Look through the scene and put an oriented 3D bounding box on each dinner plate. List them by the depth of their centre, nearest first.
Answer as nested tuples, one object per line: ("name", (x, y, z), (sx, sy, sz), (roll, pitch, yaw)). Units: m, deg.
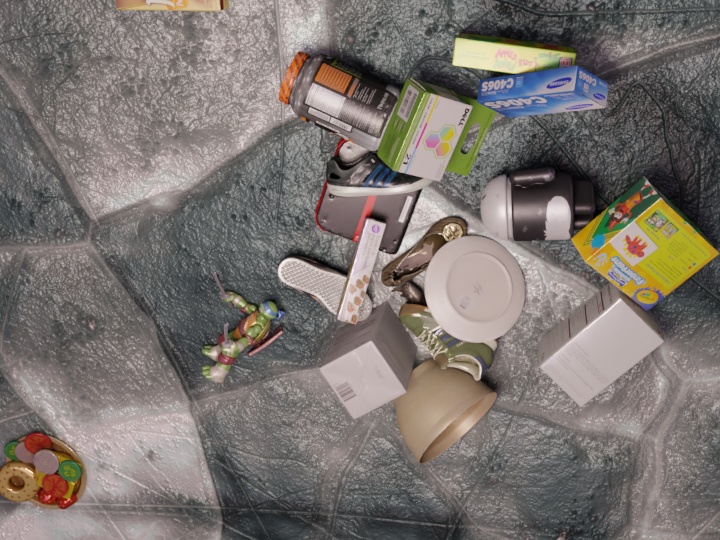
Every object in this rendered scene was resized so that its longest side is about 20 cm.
("dinner plate", (0.216, 0.033, 1.720), (0.200, 0.024, 0.200), (2, 82, -13))

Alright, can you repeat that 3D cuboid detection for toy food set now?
("toy food set", (-0.711, 0.453, 2.085), (0.200, 0.049, 0.198), (24, 112, 2))

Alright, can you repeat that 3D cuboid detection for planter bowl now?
("planter bowl", (0.146, 0.256, 1.798), (0.135, 0.200, 0.200), (48, 113, 21))

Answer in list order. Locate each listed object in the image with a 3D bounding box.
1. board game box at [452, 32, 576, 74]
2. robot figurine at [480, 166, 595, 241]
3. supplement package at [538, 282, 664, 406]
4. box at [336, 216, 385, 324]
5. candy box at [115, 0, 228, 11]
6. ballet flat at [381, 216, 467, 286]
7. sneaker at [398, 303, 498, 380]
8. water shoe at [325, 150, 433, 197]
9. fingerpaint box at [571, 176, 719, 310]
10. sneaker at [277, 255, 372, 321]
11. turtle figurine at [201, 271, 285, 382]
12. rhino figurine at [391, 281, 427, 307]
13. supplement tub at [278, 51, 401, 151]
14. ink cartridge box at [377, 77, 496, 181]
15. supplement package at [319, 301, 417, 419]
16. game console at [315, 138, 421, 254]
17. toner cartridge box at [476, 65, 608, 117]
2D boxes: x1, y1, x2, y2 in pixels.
("board game box", (0.262, -0.366, 1.587), (0.200, 0.102, 0.048), (9, 110, 7))
("robot figurine", (0.315, -0.116, 1.657), (0.200, 0.125, 0.151), (-2, 104, 11))
("supplement package", (0.442, 0.132, 1.724), (0.117, 0.117, 0.200), (44, 111, -6))
("box", (0.000, 0.000, 1.748), (0.039, 0.041, 0.200), (15, 99, -9))
("candy box", (-0.340, -0.526, 1.664), (0.200, 0.055, 0.116), (3, 110, 9))
("ballet flat", (0.119, -0.030, 1.762), (0.200, 0.046, 0.067), (-35, 101, 19))
("sneaker", (0.157, 0.139, 1.738), (0.200, 0.090, 0.067), (24, 151, -6))
("water shoe", (0.034, -0.179, 1.684), (0.200, 0.072, 0.079), (-5, 109, 6))
("fingerpaint box", (0.499, -0.044, 1.633), (0.200, 0.073, 0.167), (32, 115, -33))
("sneaker", (-0.068, 0.028, 1.802), (0.200, 0.079, 0.078), (31, 94, -10))
("turtle figurine", (-0.267, 0.115, 1.837), (0.194, 0.200, 0.144), (-51, 60, 26))
("rhino figurine", (0.154, 0.070, 1.782), (0.200, 0.060, 0.088), (16, 130, 4))
("supplement tub", (-0.036, -0.304, 1.652), (0.200, 0.123, 0.123), (25, 112, 1))
("ink cartridge box", (0.151, -0.233, 1.618), (0.200, 0.076, 0.148), (10, 115, -30))
("supplement package", (0.020, 0.168, 1.768), (0.120, 0.200, 0.121), (-30, 101, 18))
("game console", (0.018, -0.143, 1.754), (0.177, 0.031, 0.200), (19, 113, -3))
("toner cartridge box", (0.302, -0.296, 1.555), (0.200, 0.095, 0.043), (3, 83, 48))
